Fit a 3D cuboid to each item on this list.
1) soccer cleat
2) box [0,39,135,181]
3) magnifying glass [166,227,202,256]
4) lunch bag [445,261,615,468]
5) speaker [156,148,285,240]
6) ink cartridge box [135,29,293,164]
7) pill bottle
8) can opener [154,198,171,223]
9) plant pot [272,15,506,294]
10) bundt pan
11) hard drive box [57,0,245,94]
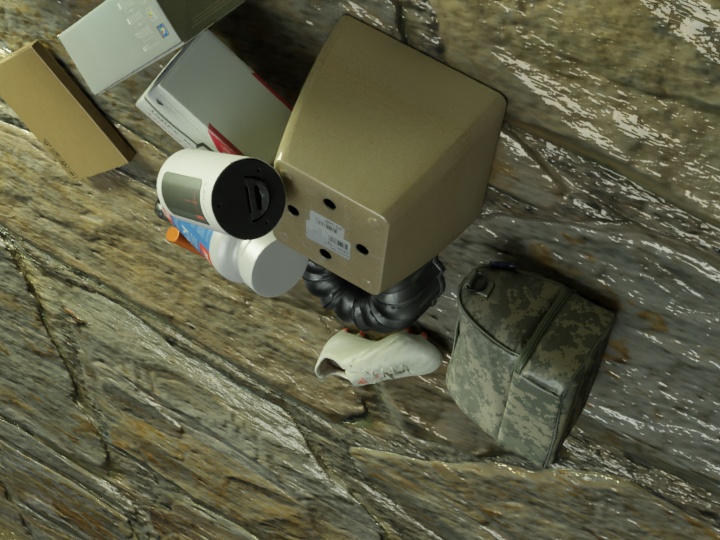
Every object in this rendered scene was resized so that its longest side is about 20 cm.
[{"bbox_3d":[0.024,0.121,1.759,0.198,0.078,0.070,0,133,45],"label":"soccer cleat"},{"bbox_3d":[-0.409,-0.212,1.823,0.162,0.021,0.201,-9,125,51],"label":"box"},{"bbox_3d":[-0.173,-0.015,1.753,0.079,0.023,0.199,15,173,43],"label":"magnifying glass"},{"bbox_3d":[0.177,0.097,1.511,0.166,0.140,0.201,27,147,16],"label":"lunch bag"},{"bbox_3d":[-0.145,-0.081,1.382,0.081,0.081,0.199,51,167,-22],"label":"speaker"},{"bbox_3d":[-0.159,-0.175,1.485,0.145,0.084,0.200,41,170,-13],"label":"ink cartridge box"},{"bbox_3d":[-0.149,-0.055,1.615,0.200,0.112,0.113,42,158,41],"label":"pill bottle"},{"bbox_3d":[-0.182,-0.063,1.745,0.198,0.064,0.079,25,147,21],"label":"can opener"},{"bbox_3d":[0.011,-0.101,1.387,0.198,0.178,0.201,29,147,14],"label":"plant pot"},{"bbox_3d":[0.000,0.000,1.630,0.200,0.076,0.203,26,148,18],"label":"bundt pan"},{"bbox_3d":[-0.198,-0.273,1.389,0.199,0.156,0.077,-16,112,52],"label":"hard drive box"}]
